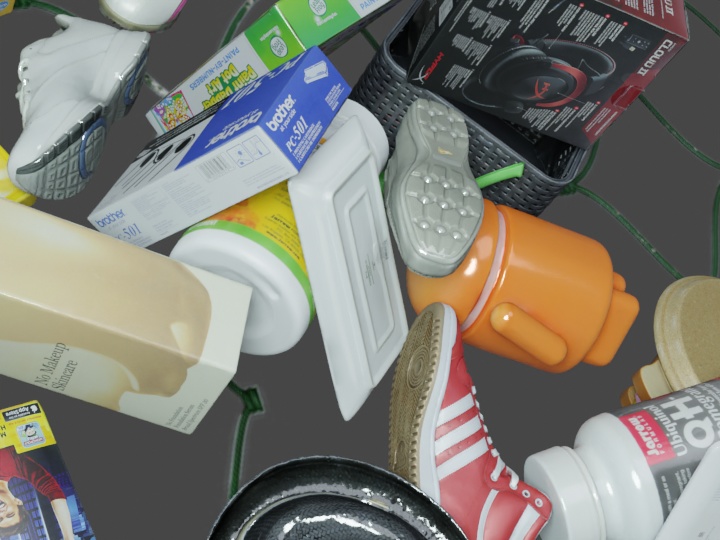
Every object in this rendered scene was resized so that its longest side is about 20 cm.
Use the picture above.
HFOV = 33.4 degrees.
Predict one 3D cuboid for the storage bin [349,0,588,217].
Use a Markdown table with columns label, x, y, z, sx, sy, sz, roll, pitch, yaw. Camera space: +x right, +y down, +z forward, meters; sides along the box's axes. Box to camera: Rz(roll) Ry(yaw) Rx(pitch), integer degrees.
| label | x | y | z | sx | sy | sz | roll | pitch | yaw |
| --- | --- | --- | --- | --- | --- | --- | --- | --- | --- |
| storage bin | 0.100 | -0.142 | 1.069 | 0.199 | 0.094 | 0.136 | 36 | 49 | -4 |

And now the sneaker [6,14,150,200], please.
| label | x | y | z | sx | sy | sz | roll | pitch | yaw |
| --- | --- | --- | --- | --- | --- | --- | --- | --- | --- |
| sneaker | -0.224 | -0.124 | 0.897 | 0.086 | 0.075 | 0.201 | 20 | 38 | -4 |

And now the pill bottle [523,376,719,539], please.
| label | x | y | z | sx | sy | sz | roll | pitch | yaw |
| --- | --- | --- | --- | --- | --- | --- | --- | --- | --- |
| pill bottle | 0.229 | 0.151 | 0.901 | 0.198 | 0.111 | 0.112 | -15 | 66 | -13 |

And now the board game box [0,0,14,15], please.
| label | x | y | z | sx | sy | sz | roll | pitch | yaw |
| --- | --- | --- | --- | --- | --- | --- | --- | --- | --- |
| board game box | -0.381 | -0.225 | 0.892 | 0.153 | 0.040 | 0.200 | 46 | 49 | 6 |

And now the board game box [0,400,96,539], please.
| label | x | y | z | sx | sy | sz | roll | pitch | yaw |
| --- | --- | --- | --- | --- | --- | --- | --- | --- | --- |
| board game box | -0.244 | 0.197 | 0.673 | 0.199 | 0.062 | 0.201 | -14 | 68 | -35 |

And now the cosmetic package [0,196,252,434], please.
| label | x | y | z | sx | sy | sz | roll | pitch | yaw |
| --- | --- | --- | --- | --- | --- | --- | --- | --- | --- |
| cosmetic package | -0.183 | 0.030 | 0.791 | 0.198 | 0.105 | 0.072 | 19 | 52 | -15 |

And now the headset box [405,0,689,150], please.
| label | x | y | z | sx | sy | sz | roll | pitch | yaw |
| --- | --- | --- | --- | --- | --- | --- | --- | --- | --- |
| headset box | 0.157 | -0.190 | 0.973 | 0.198 | 0.149 | 0.076 | 17 | 52 | -17 |

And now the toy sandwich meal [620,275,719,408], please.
| label | x | y | z | sx | sy | sz | roll | pitch | yaw |
| --- | --- | --- | --- | --- | --- | --- | --- | --- | --- |
| toy sandwich meal | 0.318 | 0.099 | 1.050 | 0.203 | 0.070 | 0.207 | 17 | 51 | -22 |

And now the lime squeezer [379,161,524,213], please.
| label | x | y | z | sx | sy | sz | roll | pitch | yaw |
| --- | --- | --- | --- | --- | --- | --- | --- | --- | --- |
| lime squeezer | 0.033 | -0.077 | 1.006 | 0.198 | 0.071 | 0.038 | 15 | 37 | 12 |

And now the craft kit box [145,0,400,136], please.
| label | x | y | z | sx | sy | sz | roll | pitch | yaw |
| --- | --- | --- | --- | --- | --- | --- | --- | --- | --- |
| craft kit box | -0.047 | -0.185 | 0.946 | 0.049 | 0.197 | 0.200 | 54 | 50 | -5 |

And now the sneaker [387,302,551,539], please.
| label | x | y | z | sx | sy | sz | roll | pitch | yaw |
| --- | --- | --- | --- | --- | --- | --- | --- | --- | --- |
| sneaker | 0.082 | 0.129 | 0.882 | 0.111 | 0.071 | 0.202 | 13 | 70 | -19 |

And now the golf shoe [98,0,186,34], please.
| label | x | y | z | sx | sy | sz | roll | pitch | yaw |
| --- | --- | --- | --- | --- | --- | --- | --- | --- | --- |
| golf shoe | -0.156 | -0.276 | 1.011 | 0.072 | 0.092 | 0.201 | 32 | 47 | -5 |

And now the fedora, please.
| label | x | y | z | sx | sy | sz | roll | pitch | yaw |
| --- | --- | --- | --- | --- | --- | --- | --- | --- | --- |
| fedora | -0.004 | 0.205 | 0.748 | 0.198 | 0.092 | 0.203 | 3 | 72 | -9 |

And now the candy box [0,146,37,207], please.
| label | x | y | z | sx | sy | sz | roll | pitch | yaw |
| --- | --- | --- | --- | --- | --- | --- | --- | --- | --- |
| candy box | -0.325 | -0.041 | 0.810 | 0.102 | 0.026 | 0.200 | 47 | 50 | 2 |

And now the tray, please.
| label | x | y | z | sx | sy | sz | roll | pitch | yaw |
| --- | --- | --- | --- | --- | --- | --- | --- | --- | --- |
| tray | 0.000 | 0.000 | 0.868 | 0.022 | 0.202 | 0.108 | 4 | 33 | 26 |

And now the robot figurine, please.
| label | x | y | z | sx | sy | sz | roll | pitch | yaw |
| --- | --- | --- | --- | --- | --- | --- | --- | --- | --- |
| robot figurine | 0.122 | 0.012 | 0.962 | 0.198 | 0.117 | 0.145 | 19 | 61 | -14 |

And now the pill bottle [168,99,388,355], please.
| label | x | y | z | sx | sy | sz | roll | pitch | yaw |
| --- | --- | --- | --- | --- | --- | --- | --- | --- | --- |
| pill bottle | -0.052 | -0.043 | 0.905 | 0.111 | 0.111 | 0.201 | 34 | 49 | -4 |

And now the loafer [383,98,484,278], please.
| label | x | y | z | sx | sy | sz | roll | pitch | yaw |
| --- | --- | --- | --- | --- | --- | --- | --- | --- | --- |
| loafer | 0.051 | -0.054 | 0.902 | 0.069 | 0.070 | 0.201 | 19 | 35 | -8 |

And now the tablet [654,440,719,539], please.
| label | x | y | z | sx | sy | sz | roll | pitch | yaw |
| --- | --- | --- | --- | --- | --- | --- | --- | --- | --- |
| tablet | 0.262 | 0.199 | 0.869 | 0.129 | 0.201 | 0.014 | 4 | 34 | -27 |

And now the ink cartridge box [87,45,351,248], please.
| label | x | y | z | sx | sy | sz | roll | pitch | yaw |
| --- | --- | --- | --- | --- | --- | --- | --- | --- | --- |
| ink cartridge box | -0.102 | -0.080 | 0.844 | 0.044 | 0.199 | 0.094 | 49 | 46 | -22 |
